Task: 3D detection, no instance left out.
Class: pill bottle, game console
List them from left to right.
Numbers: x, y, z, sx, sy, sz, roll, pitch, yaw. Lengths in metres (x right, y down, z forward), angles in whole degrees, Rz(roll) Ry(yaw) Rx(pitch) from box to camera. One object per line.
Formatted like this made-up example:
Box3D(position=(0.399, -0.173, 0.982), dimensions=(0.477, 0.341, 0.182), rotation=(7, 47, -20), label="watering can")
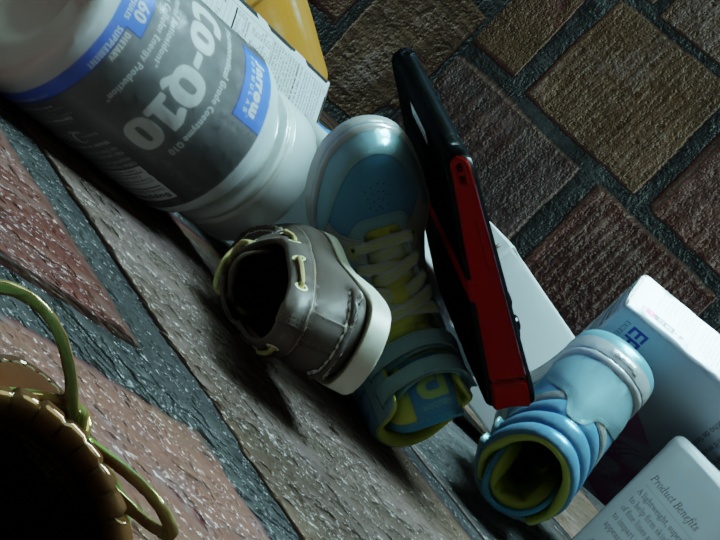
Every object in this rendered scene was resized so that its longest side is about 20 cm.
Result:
Box3D(position=(-0.119, -0.105, 0.965), dimensions=(0.200, 0.114, 0.114), rotation=(39, 8, -45), label="pill bottle")
Box3D(position=(0.061, -0.027, 1.019), dimensions=(0.200, 0.031, 0.178), rotation=(-109, -174, -64), label="game console")

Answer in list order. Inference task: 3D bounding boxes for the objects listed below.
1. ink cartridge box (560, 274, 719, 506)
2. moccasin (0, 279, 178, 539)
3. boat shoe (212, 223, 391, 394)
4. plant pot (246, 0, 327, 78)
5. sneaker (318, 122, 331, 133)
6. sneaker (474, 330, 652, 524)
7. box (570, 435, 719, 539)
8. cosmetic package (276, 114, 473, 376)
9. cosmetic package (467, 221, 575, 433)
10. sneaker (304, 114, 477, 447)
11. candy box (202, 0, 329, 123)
Box3D(position=(0.224, 0.120, 1.197), dimensions=(0.200, 0.043, 0.197), rotation=(40, -36, 3), label="ink cartridge box")
Box3D(position=(-0.073, 0.052, 0.321), dimensions=(0.074, 0.078, 0.201), rotation=(45, 5, -5), label="moccasin")
Box3D(position=(-0.045, 0.009, 0.919), dimensions=(0.059, 0.072, 0.200), rotation=(26, 7, -23), label="boat shoe")
Box3D(position=(-0.126, -0.231, 1.579), dimensions=(0.184, 0.200, 0.200), rotation=(60, -3, -30), label="plant pot")
Box3D(position=(-0.055, -0.093, 1.275), dimensions=(0.079, 0.066, 0.200), rotation=(55, 0, -1), label="sneaker")
Box3D(position=(0.112, 0.129, 1.149), dimensions=(0.079, 0.131, 0.200), rotation=(39, -32, 8), label="sneaker")
Box3D(position=(0.261, 0.250, 1.109), dimensions=(0.200, 0.131, 0.199), rotation=(41, 7, -37), label="box")
Box3D(position=(0.000, 0.000, 1.137), dimensions=(0.200, 0.081, 0.113), rotation=(39, 25, -42), label="cosmetic package")
Box3D(position=(0.125, 0.072, 1.387), dimensions=(0.200, 0.107, 0.085), rotation=(55, 2, -21), label="cosmetic package")
Box3D(position=(0.024, 0.017, 0.984), dimensions=(0.131, 0.079, 0.201), rotation=(-122, -160, -48), label="sneaker")
Box3D(position=(-0.132, -0.145, 1.101), dimensions=(0.136, 0.061, 0.200), rotation=(-1, -27, 36), label="candy box")
